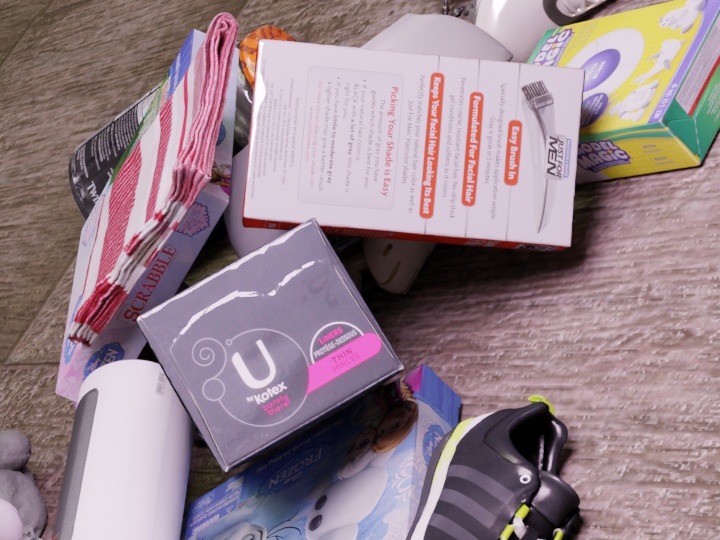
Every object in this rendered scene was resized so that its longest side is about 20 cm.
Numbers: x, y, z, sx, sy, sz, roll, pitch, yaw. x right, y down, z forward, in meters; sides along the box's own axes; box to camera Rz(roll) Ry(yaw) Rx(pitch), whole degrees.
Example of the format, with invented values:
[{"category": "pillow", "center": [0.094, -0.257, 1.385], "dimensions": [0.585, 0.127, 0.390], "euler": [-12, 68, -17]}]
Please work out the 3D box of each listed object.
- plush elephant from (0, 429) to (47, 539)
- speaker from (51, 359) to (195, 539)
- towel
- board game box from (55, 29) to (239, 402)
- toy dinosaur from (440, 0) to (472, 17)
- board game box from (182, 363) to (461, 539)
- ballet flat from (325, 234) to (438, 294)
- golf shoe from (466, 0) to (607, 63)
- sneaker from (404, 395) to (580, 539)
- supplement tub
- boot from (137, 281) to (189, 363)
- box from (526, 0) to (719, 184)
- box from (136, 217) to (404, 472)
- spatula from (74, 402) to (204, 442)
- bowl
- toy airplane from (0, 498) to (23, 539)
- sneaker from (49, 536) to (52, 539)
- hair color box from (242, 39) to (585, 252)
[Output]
[{"category": "plush elephant", "center": [-0.318, 0.163, 1.622], "dimensions": [0.165, 0.155, 0.200], "euler": [-55, 27, -18]}, {"category": "speaker", "center": [-0.150, 0.152, 1.381], "dimensions": [0.081, 0.081, 0.200], "euler": [-32, 32, 27]}, {"category": "towel", "center": [-0.136, -0.056, 1.423], "dimensions": [0.200, 0.023, 0.144], "euler": [-51, 23, 43]}, {"category": "board game box", "center": [-0.148, -0.037, 1.541], "dimensions": [0.200, 0.041, 0.200], "euler": [-58, 18, 30]}, {"category": "toy dinosaur", "center": [0.056, -0.153, 1.611], "dimensions": [0.200, 0.088, 0.047], "euler": [-46, 59, 5]}, {"category": "board game box", "center": [-0.032, 0.175, 1.308], "dimensions": [0.200, 0.043, 0.199], "euler": [-33, 29, 26]}, {"category": "ballet flat", "center": [0.000, 0.000, 1.502], "dimensions": [0.200, 0.074, 0.074], "euler": [-35, 28, 26]}, {"category": "golf shoe", "center": [0.150, -0.213, 1.554], "dimensions": [0.200, 0.077, 0.088], "euler": [-55, 44, -1]}, {"category": "sneaker", "center": [0.074, 0.136, 1.173], "dimensions": [0.083, 0.072, 0.200], "euler": [-30, 30, 27]}, {"category": "supplement tub", "center": [-0.123, -0.099, 1.741], "dimensions": [0.200, 0.123, 0.123], "euler": [-34, 29, 23]}, {"category": "boot", "center": [-0.188, 0.040, 1.660], "dimensions": [0.097, 0.075, 0.200], "euler": [-25, 21, -23]}, {"category": "box", "center": [0.158, -0.113, 1.431], "dimensions": [0.200, 0.048, 0.117], "euler": [-10, 44, 53]}, {"category": "box", "center": [-0.056, 0.049, 1.337], "dimensions": [0.122, 0.106, 0.200], "euler": [-30, -3, -4]}, {"category": "spatula", "center": [-0.156, 0.101, 1.622], "dimensions": [0.057, 0.021, 0.200], "euler": [-49, 26, -15]}, {"category": "bowl", "center": [-0.005, -0.097, 1.499], "dimensions": [0.200, 0.075, 0.200], "euler": [-39, 3, 28]}, {"category": "toy airplane", "center": [-0.284, 0.198, 1.460], "dimensions": [0.141, 0.199, 0.200], "euler": [-23, 0, -22]}, {"category": "sneaker", "center": [-0.157, 0.169, 1.472], "dimensions": [0.112, 0.071, 0.200], "euler": [-9, 52, 57]}, {"category": "hair color box", "center": [0.031, -0.074, 1.348], "dimensions": [0.064, 0.200, 0.111], "euler": [131, 145, -85]}]
